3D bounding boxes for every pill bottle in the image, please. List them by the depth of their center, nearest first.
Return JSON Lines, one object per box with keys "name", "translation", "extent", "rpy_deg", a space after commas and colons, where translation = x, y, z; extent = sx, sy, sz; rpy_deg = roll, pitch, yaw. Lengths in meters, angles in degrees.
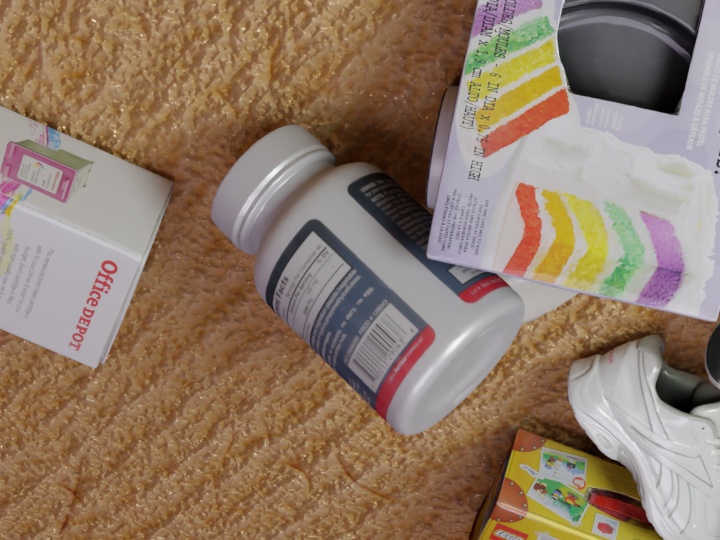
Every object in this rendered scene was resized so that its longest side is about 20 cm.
{"name": "pill bottle", "translation": [0.000, 0.000, 1.089], "extent": [0.200, 0.119, 0.120], "rpy_deg": [44, 140, 18]}

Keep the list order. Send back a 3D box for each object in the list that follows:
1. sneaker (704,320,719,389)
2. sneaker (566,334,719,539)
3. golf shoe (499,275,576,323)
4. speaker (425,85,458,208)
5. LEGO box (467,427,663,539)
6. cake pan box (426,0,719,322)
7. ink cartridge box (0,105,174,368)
{"name": "sneaker", "translation": [0.331, 0.069, 1.080], "extent": [0.199, 0.076, 0.081], "rpy_deg": [4, 152, 32]}
{"name": "sneaker", "translation": [0.242, 0.132, 1.206], "extent": [0.099, 0.078, 0.200], "rpy_deg": [-33, 107, 33]}
{"name": "golf shoe", "translation": [0.076, 0.035, 1.161], "extent": [0.199, 0.098, 0.078], "rpy_deg": [-22, 123, 32]}
{"name": "speaker", "translation": [0.145, -0.062, 1.053], "extent": [0.198, 0.082, 0.082], "rpy_deg": [11, 137, 6]}
{"name": "LEGO box", "translation": [0.192, 0.226, 1.318], "extent": [0.199, 0.077, 0.149], "rpy_deg": [20, 142, 2]}
{"name": "cake pan box", "translation": [0.146, -0.086, 0.982], "extent": [0.183, 0.052, 0.202], "rpy_deg": [14, 101, 4]}
{"name": "ink cartridge box", "translation": [-0.252, -0.032, 1.203], "extent": [0.199, 0.085, 0.145], "rpy_deg": [25, 137, -7]}
